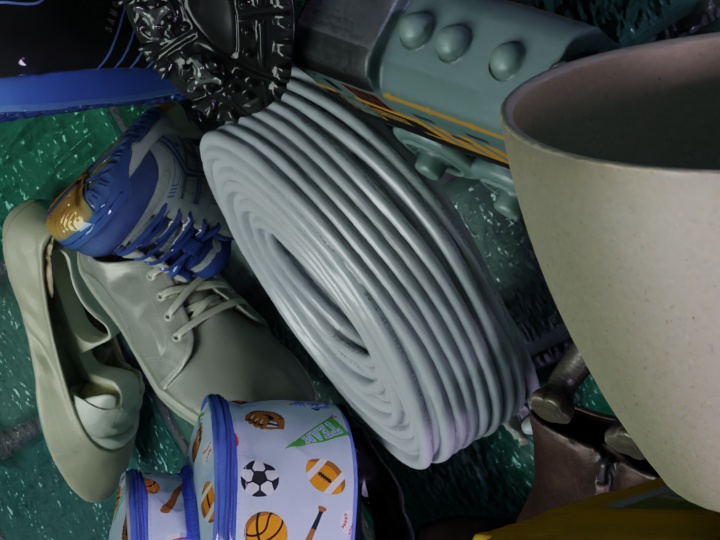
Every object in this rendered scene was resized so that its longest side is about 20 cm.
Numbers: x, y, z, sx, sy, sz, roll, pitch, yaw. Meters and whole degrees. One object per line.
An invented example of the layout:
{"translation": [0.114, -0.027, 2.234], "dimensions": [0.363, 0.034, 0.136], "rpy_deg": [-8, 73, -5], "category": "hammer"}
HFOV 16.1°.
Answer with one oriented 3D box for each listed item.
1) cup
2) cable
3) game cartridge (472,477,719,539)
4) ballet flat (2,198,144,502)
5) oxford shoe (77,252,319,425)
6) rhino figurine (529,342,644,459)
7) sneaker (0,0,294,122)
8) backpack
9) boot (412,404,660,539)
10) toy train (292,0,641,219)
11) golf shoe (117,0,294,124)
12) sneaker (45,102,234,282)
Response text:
{"translation": [0.153, 0.004, 0.908], "dimensions": [0.200, 0.200, 0.144], "rpy_deg": [17, 118, 49], "category": "cup"}
{"translation": [0.000, 0.000, 1.222], "dimensions": [0.200, 0.069, 0.200], "rpy_deg": [44, 164, 39], "category": "cable"}
{"translation": [0.165, 0.094, 0.980], "dimensions": [0.176, 0.199, 0.033], "rpy_deg": [-6, 94, 56], "category": "game cartridge"}
{"translation": [-0.168, 0.052, 1.558], "dimensions": [0.069, 0.069, 0.201], "rpy_deg": [10, 122, 52], "category": "ballet flat"}
{"translation": [-0.095, 0.025, 1.421], "dimensions": [0.200, 0.075, 0.058], "rpy_deg": [46, 148, 33], "category": "oxford shoe"}
{"translation": [0.156, 0.023, 1.054], "dimensions": [0.060, 0.088, 0.200], "rpy_deg": [39, 154, -22], "category": "rhino figurine"}
{"translation": [-0.112, -0.119, 1.233], "dimensions": [0.070, 0.200, 0.078], "rpy_deg": [-7, 92, 44], "category": "sneaker"}
{"translation": [-0.056, 0.157, 1.303], "dimensions": [0.200, 0.153, 0.191], "rpy_deg": [169, 110, -76], "category": "backpack"}
{"translation": [0.096, 0.116, 1.198], "dimensions": [0.199, 0.072, 0.167], "rpy_deg": [17, 140, 32], "category": "boot"}
{"translation": [0.062, -0.074, 1.071], "dimensions": [0.200, 0.085, 0.114], "rpy_deg": [25, 176, 43], "category": "toy train"}
{"translation": [-0.074, -0.164, 1.097], "dimensions": [0.077, 0.094, 0.201], "rpy_deg": [-20, 96, 15], "category": "golf shoe"}
{"translation": [-0.098, -0.034, 1.316], "dimensions": [0.075, 0.200, 0.088], "rpy_deg": [-40, 95, 15], "category": "sneaker"}
